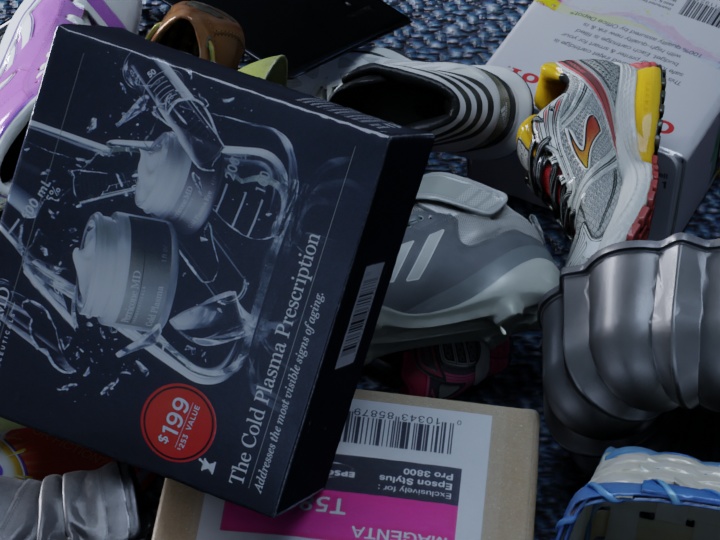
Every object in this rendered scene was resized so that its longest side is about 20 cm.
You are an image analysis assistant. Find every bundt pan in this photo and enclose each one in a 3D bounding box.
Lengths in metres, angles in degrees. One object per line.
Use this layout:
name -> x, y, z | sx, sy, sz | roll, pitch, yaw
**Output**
bundt pan -> 0.188, 0.069, 1.459 | 0.201, 0.202, 0.076 | 9, 56, 5

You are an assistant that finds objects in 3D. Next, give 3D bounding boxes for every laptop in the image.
laptop -> -0.107, -0.149, 1.707 | 0.199, 0.116, 0.187 | -26, 3, 29

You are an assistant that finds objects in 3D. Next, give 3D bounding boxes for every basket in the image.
basket -> 0.172, 0.176, 1.363 | 0.175, 0.140, 0.200 | 11, 19, 9

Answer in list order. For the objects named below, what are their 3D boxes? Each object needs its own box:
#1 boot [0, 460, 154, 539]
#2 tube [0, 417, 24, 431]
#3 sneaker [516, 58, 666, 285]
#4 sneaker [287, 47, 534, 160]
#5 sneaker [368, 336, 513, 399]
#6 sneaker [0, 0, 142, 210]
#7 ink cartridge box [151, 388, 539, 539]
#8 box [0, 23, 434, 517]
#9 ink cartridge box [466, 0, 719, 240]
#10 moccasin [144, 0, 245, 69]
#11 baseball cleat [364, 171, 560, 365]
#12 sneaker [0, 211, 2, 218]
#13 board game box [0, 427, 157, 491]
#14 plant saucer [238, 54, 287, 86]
boot -> -0.164, 0.189, 1.335 | 0.131, 0.070, 0.201 | -1, 75, 1
tube -> -0.221, 0.065, 1.475 | 0.199, 0.052, 0.058 | -7, 11, -6
sneaker -> 0.126, -0.047, 1.553 | 0.082, 0.078, 0.200 | 9, 40, 0
sneaker -> -0.006, -0.105, 1.643 | 0.200, 0.076, 0.115 | 2, -3, 36
sneaker -> 0.000, 0.000, 1.595 | 0.075, 0.081, 0.200 | -30, 53, -28
sneaker -> -0.161, -0.104, 1.525 | 0.114, 0.073, 0.201 | -13, 39, 50
ink cartridge box -> -0.008, 0.143, 1.446 | 0.199, 0.075, 0.165 | 6, 42, 1
box -> -0.084, -0.003, 1.377 | 0.181, 0.201, 0.104 | 19, 8, 12
ink cartridge box -> 0.172, -0.120, 1.731 | 0.144, 0.084, 0.200 | 21, 46, 17
moccasin -> -0.123, -0.057, 1.570 | 0.073, 0.202, 0.078 | 29, 15, 10
baseball cleat -> 0.015, 0.000, 1.514 | 0.199, 0.070, 0.107 | -2, 58, -28
sneaker -> -0.247, -0.014, 1.589 | 0.089, 0.067, 0.200 | -9, 27, 0
board game box -> -0.223, 0.125, 1.473 | 0.152, 0.040, 0.200 | 23, 47, 20
plant saucer -> -0.086, -0.029, 1.529 | 0.031, 0.201, 0.200 | 18, 44, 3
